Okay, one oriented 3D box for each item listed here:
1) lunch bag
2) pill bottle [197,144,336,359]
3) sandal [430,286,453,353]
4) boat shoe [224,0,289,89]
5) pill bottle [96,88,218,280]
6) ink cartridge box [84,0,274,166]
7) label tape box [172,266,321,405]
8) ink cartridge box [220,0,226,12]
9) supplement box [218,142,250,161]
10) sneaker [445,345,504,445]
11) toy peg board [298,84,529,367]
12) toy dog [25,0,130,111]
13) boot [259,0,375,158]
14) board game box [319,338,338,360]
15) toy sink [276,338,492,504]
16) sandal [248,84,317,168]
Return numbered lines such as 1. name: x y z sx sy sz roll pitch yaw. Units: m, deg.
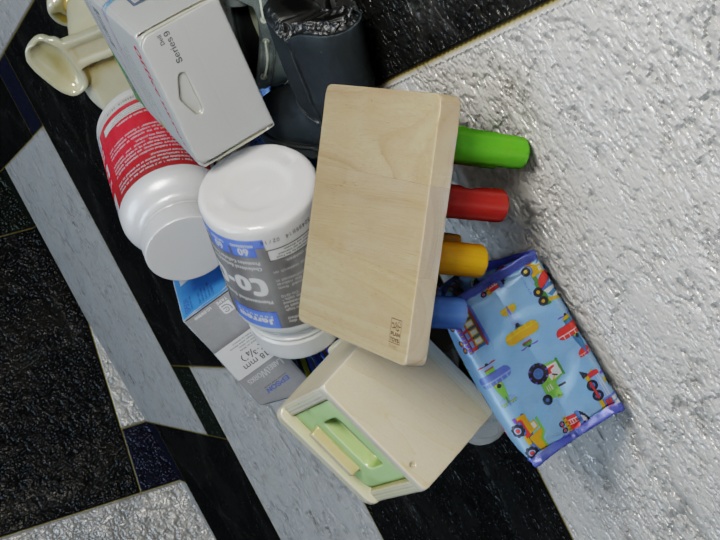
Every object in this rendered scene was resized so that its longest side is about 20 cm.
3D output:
1. lunch bag: 0.124 0.072 1.284 0.151 0.094 0.200 60 173 -3
2. pill bottle: -0.078 -0.013 1.425 0.114 0.114 0.200 45 160 38
3. sandal: 0.028 -0.013 1.406 0.070 0.077 0.212 69 176 -80
4. boat shoe: -0.104 -0.262 1.405 0.073 0.062 0.200 37 150 53
5. pill bottle: -0.195 -0.088 1.509 0.112 0.112 0.200 81 169 -47
6. ink cartridge box: -0.175 -0.204 1.394 0.200 0.087 0.146 47 165 55
7. label tape box: -0.114 0.071 1.603 0.200 0.063 0.144 50 -174 -28
8. ink cartridge box: -0.158 -0.292 1.462 0.200 0.047 0.160 55 170 35
9. supplement box: -0.127 -0.138 1.628 0.200 0.073 0.126 62 163 -6
10. sneaker: 0.074 0.072 1.421 0.200 0.075 0.089 46 161 12
11. toy peg board: 0.045 -0.039 1.185 0.200 0.098 0.200 19 103 63
12. toy dog: -0.250 -0.272 1.603 0.194 0.139 0.200 46 -152 -39
13. boot: -0.047 -0.181 1.347 0.200 0.076 0.168 27 147 47
14. board game box: -0.021 0.060 1.646 0.200 0.045 0.135 59 163 30
15. toy sink: 0.011 0.132 1.379 0.130 0.112 0.200 45 159 -5
16. sandal: -0.080 -0.127 1.506 0.200 0.087 0.079 62 163 3
